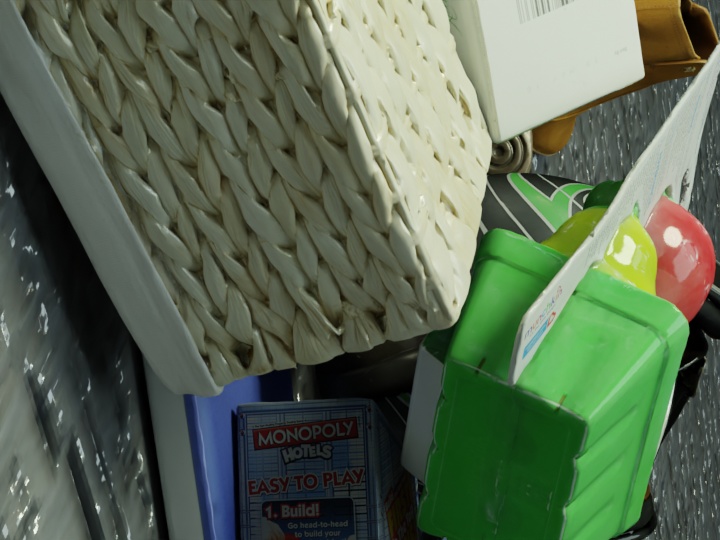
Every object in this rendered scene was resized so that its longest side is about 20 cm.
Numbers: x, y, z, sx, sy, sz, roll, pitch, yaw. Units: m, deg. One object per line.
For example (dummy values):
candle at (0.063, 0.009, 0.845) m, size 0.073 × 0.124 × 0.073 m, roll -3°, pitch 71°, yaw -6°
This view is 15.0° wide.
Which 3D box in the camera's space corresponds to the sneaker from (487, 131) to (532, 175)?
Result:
sneaker at (0.058, -0.023, 1.550) m, size 0.076 × 0.070 × 0.200 m, roll 122°, pitch -30°, yaw -85°

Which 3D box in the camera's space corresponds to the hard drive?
hard drive at (-0.050, 0.100, 1.138) m, size 0.132 × 0.025 × 0.200 m, roll -44°, pitch 128°, yaw -71°

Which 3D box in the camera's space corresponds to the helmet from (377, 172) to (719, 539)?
helmet at (0.084, 0.045, 1.337) m, size 0.191 × 0.200 × 0.200 m, roll -1°, pitch 86°, yaw -55°

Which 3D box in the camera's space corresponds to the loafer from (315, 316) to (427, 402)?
loafer at (0.000, 0.000, 1.200) m, size 0.200 × 0.073 × 0.071 m, roll -124°, pitch -164°, yaw -75°

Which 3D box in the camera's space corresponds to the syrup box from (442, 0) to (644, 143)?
syrup box at (0.022, -0.119, 1.142) m, size 0.079 × 0.200 × 0.081 m, roll -25°, pitch 117°, yaw -27°

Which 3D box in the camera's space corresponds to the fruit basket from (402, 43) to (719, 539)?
fruit basket at (0.091, 0.020, 1.114) m, size 0.185 × 0.094 × 0.200 m, roll 97°, pitch 16°, yaw -46°

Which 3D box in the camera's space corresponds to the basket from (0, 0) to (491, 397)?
basket at (-0.040, -0.072, 0.991) m, size 0.136 × 0.123 × 0.200 m, roll -78°, pitch 151°, yaw -49°

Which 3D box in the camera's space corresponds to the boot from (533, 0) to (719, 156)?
boot at (0.172, -0.131, 1.832) m, size 0.201 × 0.144 × 0.071 m, roll 51°, pitch 38°, yaw -66°

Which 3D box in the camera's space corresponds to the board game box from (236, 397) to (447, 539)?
board game box at (0.000, 0.142, 1.146) m, size 0.200 × 0.062 × 0.200 m, roll -33°, pitch 119°, yaw -73°
